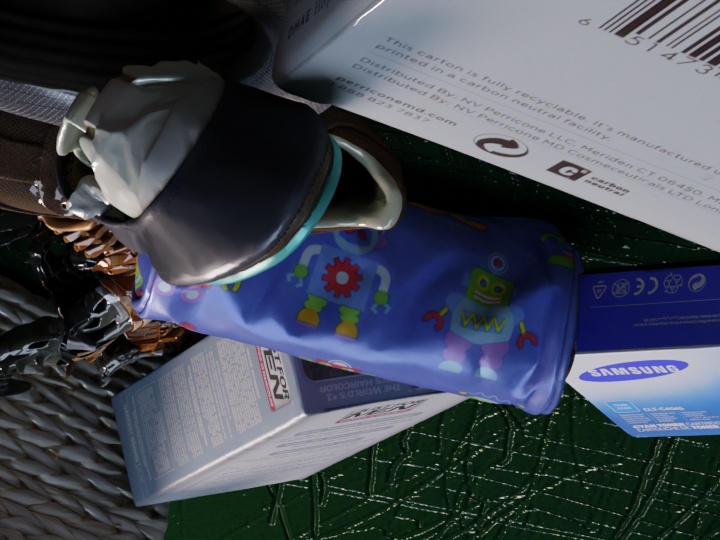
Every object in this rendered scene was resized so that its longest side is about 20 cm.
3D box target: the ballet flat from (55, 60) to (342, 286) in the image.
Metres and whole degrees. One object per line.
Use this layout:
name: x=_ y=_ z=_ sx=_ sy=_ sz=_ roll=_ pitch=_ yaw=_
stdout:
ballet flat: x=-0.064 y=-0.035 z=0.933 sx=0.073 sy=0.073 sz=0.200 roll=19 pitch=178 yaw=-15

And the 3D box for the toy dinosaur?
toy dinosaur: x=-0.127 y=-0.002 z=1.303 sx=0.135 sy=0.102 sz=0.200 roll=-14 pitch=141 yaw=0

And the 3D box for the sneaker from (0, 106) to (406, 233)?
sneaker: x=-0.070 y=-0.047 z=1.097 sx=0.199 sy=0.071 sz=0.076 roll=-2 pitch=-154 yaw=-33

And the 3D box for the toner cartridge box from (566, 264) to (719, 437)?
toner cartridge box: x=0.189 y=0.035 z=1.259 sx=0.199 sy=0.043 sz=0.095 roll=-5 pitch=151 yaw=35

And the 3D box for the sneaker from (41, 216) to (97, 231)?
sneaker: x=-0.142 y=-0.080 z=1.109 sx=0.073 sy=0.085 sz=0.200 roll=1 pitch=153 yaw=29

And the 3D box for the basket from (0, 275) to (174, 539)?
basket: x=-0.218 y=0.103 z=1.470 sx=0.200 sy=0.161 sz=0.198 roll=27 pitch=153 yaw=-30

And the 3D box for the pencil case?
pencil case: x=0.000 y=0.000 z=1.225 sx=0.199 sy=0.087 sz=0.078 roll=15 pitch=-178 yaw=-7

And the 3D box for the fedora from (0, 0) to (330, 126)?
fedora: x=-0.099 y=-0.120 z=0.983 sx=0.199 sy=0.091 sz=0.177 roll=16 pitch=159 yaw=-28

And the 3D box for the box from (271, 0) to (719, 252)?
box: x=0.108 y=-0.109 z=0.854 sx=0.198 sy=0.131 sz=0.200 roll=20 pitch=157 yaw=-18

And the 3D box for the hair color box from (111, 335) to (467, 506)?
hair color box: x=-0.033 y=0.058 z=1.360 sx=0.099 sy=0.061 sz=0.200 roll=-8 pitch=168 yaw=-29
